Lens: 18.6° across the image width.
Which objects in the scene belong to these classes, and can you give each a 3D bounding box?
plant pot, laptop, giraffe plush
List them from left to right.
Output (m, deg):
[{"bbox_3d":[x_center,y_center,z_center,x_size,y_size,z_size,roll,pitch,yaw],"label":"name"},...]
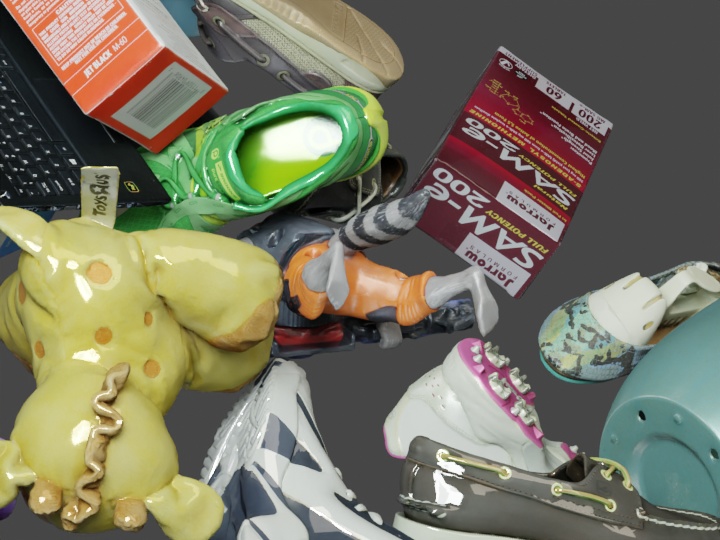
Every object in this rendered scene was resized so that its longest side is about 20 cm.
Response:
[{"bbox_3d":[-0.196,-0.128,1.188,0.199,0.103,0.178,-4,50,-48],"label":"laptop"},{"bbox_3d":[-0.128,0.065,1.130,0.171,0.200,0.163,-3,64,10],"label":"giraffe plush"},{"bbox_3d":[0.246,0.112,1.368,0.160,0.201,0.201,-21,61,-36],"label":"plant pot"}]

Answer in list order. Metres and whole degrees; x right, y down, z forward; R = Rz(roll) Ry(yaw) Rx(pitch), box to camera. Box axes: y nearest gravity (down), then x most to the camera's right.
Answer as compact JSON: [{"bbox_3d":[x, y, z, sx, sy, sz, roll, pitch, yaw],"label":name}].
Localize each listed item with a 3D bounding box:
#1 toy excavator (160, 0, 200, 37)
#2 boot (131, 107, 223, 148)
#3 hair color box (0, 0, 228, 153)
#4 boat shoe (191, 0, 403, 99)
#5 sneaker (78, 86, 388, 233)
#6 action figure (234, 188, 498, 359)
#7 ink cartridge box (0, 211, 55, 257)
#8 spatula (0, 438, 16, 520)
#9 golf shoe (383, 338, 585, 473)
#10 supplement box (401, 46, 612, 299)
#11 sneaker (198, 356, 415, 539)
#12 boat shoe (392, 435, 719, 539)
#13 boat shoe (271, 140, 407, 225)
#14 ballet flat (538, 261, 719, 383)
[{"bbox_3d":[-0.138,-0.193,1.393,0.193,0.100,0.201,20,50,-7],"label":"toy excavator"},{"bbox_3d":[-0.122,-0.123,1.434,0.164,0.066,0.200,-21,57,-39],"label":"boot"},{"bbox_3d":[-0.170,-0.169,1.261,0.200,0.064,0.111,54,8,17],"label":"hair color box"},{"bbox_3d":[-0.069,-0.156,1.342,0.199,0.065,0.072,30,29,-15],"label":"boat shoe"},{"bbox_3d":[-0.082,-0.059,1.287,0.074,0.199,0.084,66,10,5],"label":"sneaker"},{"bbox_3d":[0.000,0.000,1.308,0.199,0.105,0.193,-6,7,-34],"label":"action figure"},{"bbox_3d":[-0.270,-0.064,1.212,0.145,0.084,0.200,44,33,11],"label":"ink cartridge box"},{"bbox_3d":[-0.261,0.079,1.100,0.199,0.021,0.057,19,41,-23],"label":"spatula"},{"bbox_3d":[0.093,0.134,1.313,0.200,0.091,0.075,52,14,-15],"label":"golf shoe"},{"bbox_3d":[0.107,-0.074,1.591,0.109,0.061,0.200,34,34,-3],"label":"supplement box"},{"bbox_3d":[-0.017,0.142,1.192,0.129,0.080,0.200,29,28,-19],"label":"sneaker"},{"bbox_3d":[0.118,0.132,1.234,0.200,0.061,0.072,8,1,-17],"label":"boat shoe"},{"bbox_3d":[-0.012,-0.062,1.426,0.068,0.072,0.200,44,15,3],"label":"boat shoe"},{"bbox_3d":[0.199,0.027,1.539,0.074,0.074,0.199,49,35,20],"label":"ballet flat"}]
